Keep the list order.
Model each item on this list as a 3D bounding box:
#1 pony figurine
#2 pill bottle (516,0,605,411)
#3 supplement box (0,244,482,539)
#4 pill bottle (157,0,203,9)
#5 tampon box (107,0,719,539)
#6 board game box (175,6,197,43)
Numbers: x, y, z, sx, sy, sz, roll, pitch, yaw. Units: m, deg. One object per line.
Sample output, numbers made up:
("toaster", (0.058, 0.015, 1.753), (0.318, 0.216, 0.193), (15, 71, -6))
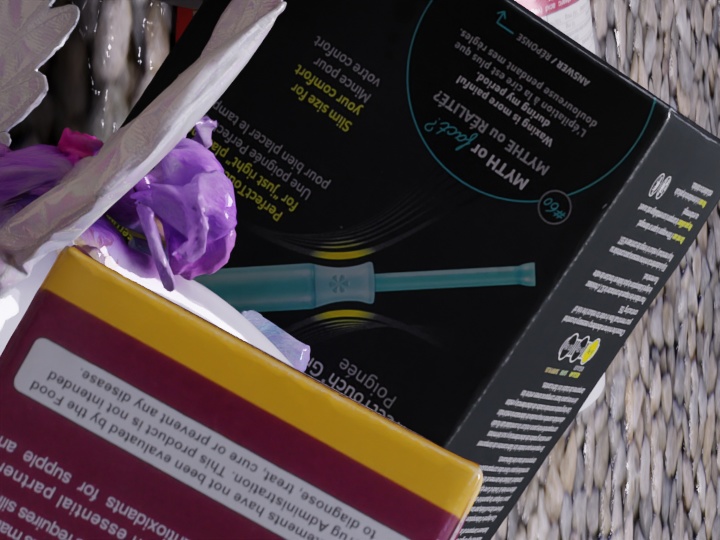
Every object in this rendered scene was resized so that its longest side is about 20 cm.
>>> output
("pony figurine", (-0.090, -0.004, 0.758), (0.193, 0.166, 0.200), (-49, 126, -22))
("pill bottle", (0.039, -0.045, 1.070), (0.110, 0.109, 0.200), (-50, 135, -64))
("supplement box", (-0.066, 0.108, 0.649), (0.200, 0.110, 0.086), (-61, 179, -4))
("pill bottle", (-0.039, -0.196, 0.983), (0.112, 0.112, 0.200), (71, 25, -43))
("tampon box", (0.000, 0.000, 0.898), (0.200, 0.150, 0.126), (-56, 162, 7))
("board game box", (-0.028, -0.024, 1.113), (0.151, 0.046, 0.200), (27, 63, -70))
